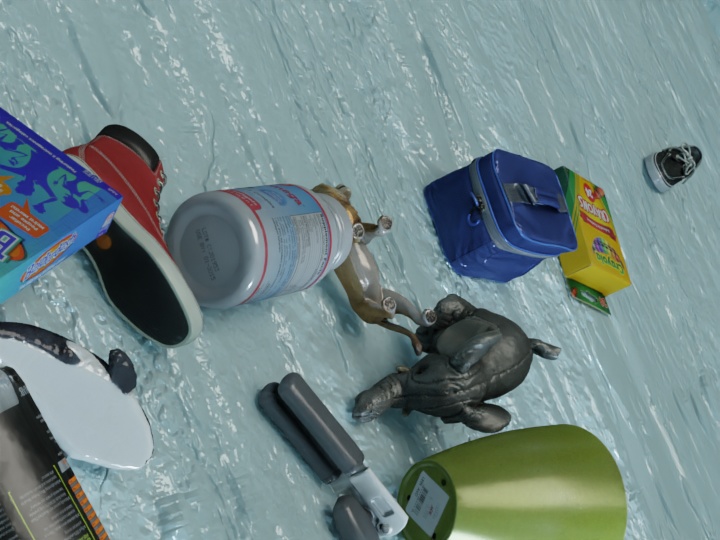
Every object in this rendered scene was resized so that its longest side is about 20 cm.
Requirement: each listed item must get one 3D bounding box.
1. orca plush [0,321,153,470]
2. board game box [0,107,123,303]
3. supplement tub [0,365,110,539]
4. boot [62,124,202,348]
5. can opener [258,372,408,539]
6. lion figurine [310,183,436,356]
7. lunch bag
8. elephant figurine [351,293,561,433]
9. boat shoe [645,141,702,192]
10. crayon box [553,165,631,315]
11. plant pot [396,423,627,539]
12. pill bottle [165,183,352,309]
[{"bbox_3d":[-0.249,0.090,1.146,0.199,0.071,0.106,24,91,-35],"label":"orca plush"},{"bbox_3d":[-0.295,-0.052,1.118,0.152,0.045,0.200,35,31,4],"label":"board game box"},{"bbox_3d":[-0.244,0.176,0.994,0.201,0.122,0.122,62,29,-1],"label":"supplement tub"},{"bbox_3d":[-0.188,-0.036,1.314,0.200,0.072,0.144,55,28,-7],"label":"boot"},{"bbox_3d":[-0.025,0.188,1.403,0.200,0.052,0.067,55,31,-13],"label":"can opener"},{"bbox_3d":[0.000,0.000,1.561,0.072,0.122,0.201,-22,97,-32],"label":"lion figurine"},{"bbox_3d":[0.185,-0.074,1.872,0.200,0.132,0.137,7,60,-57],"label":"lunch bag"},{"bbox_3d":[0.104,0.117,1.568,0.141,0.155,0.200,44,21,-1],"label":"elephant figurine"},{"bbox_3d":[0.573,-0.191,2.650,0.199,0.068,0.074,-14,78,-60],"label":"boat shoe"},{"bbox_3d":[0.336,-0.043,2.170,0.127,0.051,0.201,21,50,-51],"label":"crayon box"},{"bbox_3d":[0.140,0.248,1.522,0.199,0.187,0.188,9,58,-38],"label":"plant pot"},{"bbox_3d":[-0.091,-0.028,1.419,0.200,0.108,0.109,-13,77,-61],"label":"pill bottle"}]
